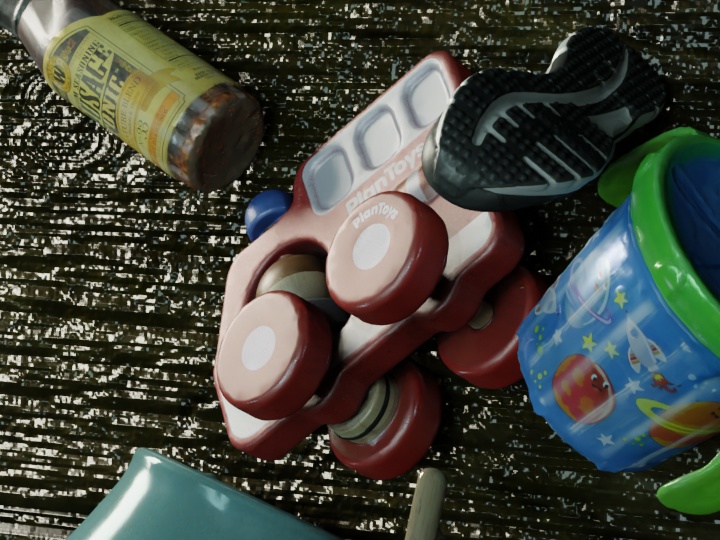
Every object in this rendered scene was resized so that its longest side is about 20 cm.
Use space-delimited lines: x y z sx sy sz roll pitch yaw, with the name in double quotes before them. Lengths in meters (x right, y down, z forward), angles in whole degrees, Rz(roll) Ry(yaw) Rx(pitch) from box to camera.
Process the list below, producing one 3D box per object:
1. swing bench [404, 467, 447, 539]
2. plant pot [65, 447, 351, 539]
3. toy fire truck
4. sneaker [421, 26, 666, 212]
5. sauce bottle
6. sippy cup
"swing bench" 0.103 0.216 1.249 0.198 0.130 0.201 6 60 26
"plant pot" -0.092 0.202 1.409 0.200 0.200 0.189 22 83 32
"toy fire truck" 0.000 0.000 1.417 0.200 0.112 0.168 -40 43 24
"sneaker" 0.082 -0.056 1.310 0.074 0.200 0.080 47 120 11
"sauce bottle" -0.142 -0.116 1.529 0.200 0.066 0.066 33 104 31
"sippy cup" 0.149 0.026 1.300 0.140 0.178 0.130 46 126 -4
